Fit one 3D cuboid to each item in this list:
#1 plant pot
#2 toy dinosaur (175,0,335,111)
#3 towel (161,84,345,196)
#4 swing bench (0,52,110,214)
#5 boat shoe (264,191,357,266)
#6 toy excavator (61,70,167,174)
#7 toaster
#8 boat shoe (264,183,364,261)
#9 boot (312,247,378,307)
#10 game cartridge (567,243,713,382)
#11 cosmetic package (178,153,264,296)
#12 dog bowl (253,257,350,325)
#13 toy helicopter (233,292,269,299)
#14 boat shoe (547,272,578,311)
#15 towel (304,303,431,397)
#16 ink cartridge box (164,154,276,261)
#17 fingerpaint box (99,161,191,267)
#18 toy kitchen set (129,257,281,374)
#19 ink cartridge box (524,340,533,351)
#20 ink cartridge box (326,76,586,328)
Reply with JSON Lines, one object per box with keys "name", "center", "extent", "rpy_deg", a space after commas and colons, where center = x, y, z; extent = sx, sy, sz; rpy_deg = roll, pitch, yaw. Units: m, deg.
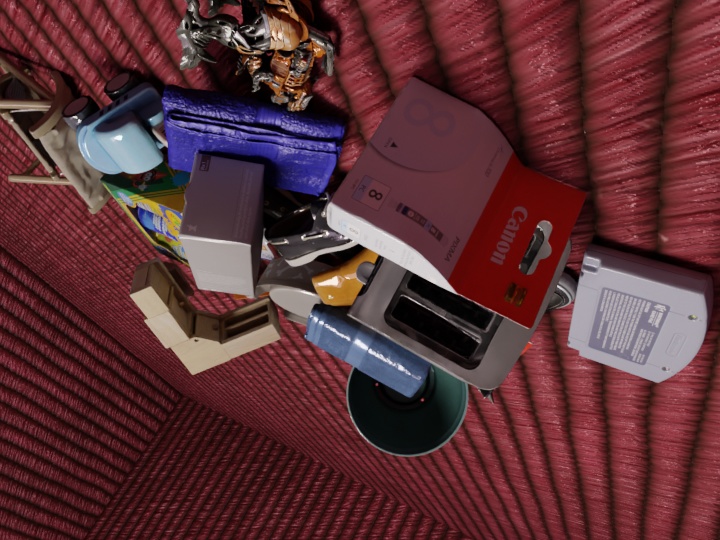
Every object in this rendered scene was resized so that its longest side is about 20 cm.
{"name": "plant pot", "center": [0.078, 0.200, 1.012], "extent": [0.199, 0.201, 0.134], "rpy_deg": [31, -178, 1]}
{"name": "toy dinosaur", "center": [-0.088, -0.233, 0.536], "extent": [0.135, 0.103, 0.201], "rpy_deg": [12, 134, 5]}
{"name": "towel", "center": [-0.126, -0.139, 0.676], "extent": [0.198, 0.050, 0.148], "rpy_deg": [9, 156, -10]}
{"name": "swing bench", "center": [-0.519, -0.225, 0.965], "extent": [0.199, 0.130, 0.199], "rpy_deg": [19, 152, 13]}
{"name": "boat shoe", "center": [-0.043, -0.065, 0.735], "extent": [0.199, 0.074, 0.060], "rpy_deg": [-20, 131, 41]}
{"name": "toy excavator", "center": [-0.269, -0.182, 0.767], "extent": [0.200, 0.194, 0.100], "rpy_deg": [48, 170, 40]}
{"name": "toaster", "center": [0.102, 0.015, 0.606], "extent": [0.199, 0.182, 0.119], "rpy_deg": [29, 178, 5]}
{"name": "boat shoe", "center": [-0.086, -0.062, 0.844], "extent": [0.200, 0.063, 0.074], "rpy_deg": [30, 151, 1]}
{"name": "boot", "center": [0.000, 0.000, 0.789], "extent": [0.143, 0.071, 0.202], "rpy_deg": [-9, 149, 12]}
{"name": "game cartridge", "center": [0.304, 0.054, 0.643], "extent": [0.132, 0.041, 0.201], "rpy_deg": [23, 154, 26]}
{"name": "cosmetic package", "center": [-0.166, -0.048, 0.727], "extent": [0.089, 0.108, 0.200], "rpy_deg": [9, 162, -9]}
{"name": "dog bowl", "center": [-0.079, 0.042, 0.978], "extent": [0.198, 0.059, 0.200], "rpy_deg": [15, 159, 6]}
{"name": "toy helicopter", "center": [-0.258, 0.015, 1.189], "extent": [0.132, 0.079, 0.200], "rpy_deg": [34, 167, -26]}
{"name": "boat shoe", "center": [0.178, 0.039, 0.731], "extent": [0.069, 0.057, 0.199], "rpy_deg": [44, 153, -24]}
{"name": "towel", "center": [0.010, 0.117, 0.892], "extent": [0.199, 0.049, 0.112], "rpy_deg": [29, 154, 3]}
{"name": "ink cartridge box", "center": [-0.240, -0.104, 0.963], "extent": [0.198, 0.041, 0.200], "rpy_deg": [14, 150, 34]}
{"name": "fingerpaint box", "center": [-0.283, -0.079, 0.921], "extent": [0.166, 0.074, 0.200], "rpy_deg": [22, 155, 21]}
{"name": "toy kitchen set", "center": [-0.267, 0.034, 1.027], "extent": [0.179, 0.164, 0.201], "rpy_deg": [-22, 128, 3]}
{"name": "ink cartridge box", "center": [0.116, 0.087, 0.764], "extent": [0.173, 0.044, 0.200], "rpy_deg": [32, 164, 12]}
{"name": "ink cartridge box", "center": [0.093, -0.065, 0.518], "extent": [0.199, 0.161, 0.047], "rpy_deg": [27, 156, 8]}
